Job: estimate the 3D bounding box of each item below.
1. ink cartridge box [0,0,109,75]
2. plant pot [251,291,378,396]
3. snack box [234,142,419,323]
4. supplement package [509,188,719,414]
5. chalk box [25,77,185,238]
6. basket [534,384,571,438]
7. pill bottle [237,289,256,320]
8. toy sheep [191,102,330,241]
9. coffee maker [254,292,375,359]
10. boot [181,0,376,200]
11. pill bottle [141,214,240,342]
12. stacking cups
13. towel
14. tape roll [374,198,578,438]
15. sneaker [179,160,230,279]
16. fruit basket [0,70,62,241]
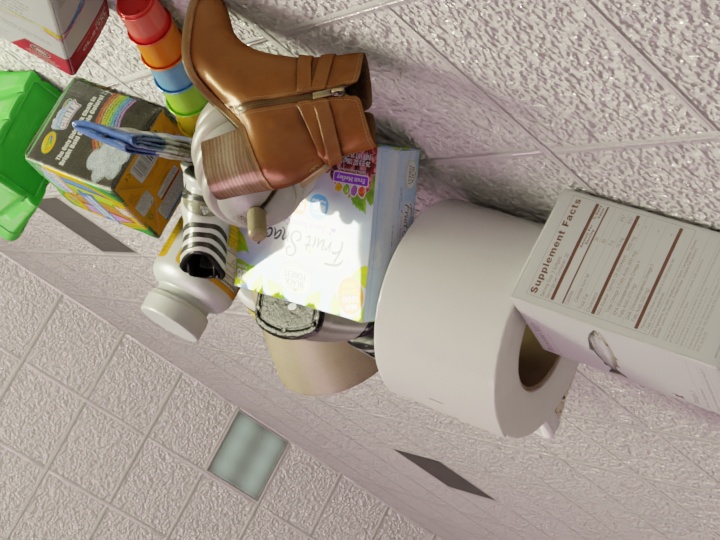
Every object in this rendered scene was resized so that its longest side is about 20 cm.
[{"bbox_3d":[-0.324,-0.286,1.233,0.144,0.084,0.200,29,165,1],"label":"ink cartridge box"},{"bbox_3d":[-0.061,0.018,1.614,0.186,0.188,0.201,14,143,43],"label":"plant pot"},{"bbox_3d":[-0.037,-0.050,1.306,0.067,0.172,0.198,-3,-167,-43],"label":"snack box"},{"bbox_3d":[0.252,0.028,1.131,0.198,0.118,0.117,19,163,33],"label":"supplement package"},{"bbox_3d":[-0.318,-0.145,1.613,0.198,0.126,0.124,21,164,31],"label":"chalk box"},{"bbox_3d":[0.166,0.084,1.465,0.134,0.125,0.200,20,164,27],"label":"basket"},{"bbox_3d":[-0.102,0.038,1.830,0.111,0.113,0.200,23,164,20],"label":"pill bottle"},{"bbox_3d":[-0.096,-0.109,1.224,0.135,0.202,0.139,0,135,0],"label":"toy sheep"},{"bbox_3d":[0.000,0.000,1.463,0.199,0.194,0.134,15,-163,-49],"label":"coffee maker"},{"bbox_3d":[-0.070,-0.169,1.125,0.153,0.203,0.077,-17,155,15],"label":"boot"},{"bbox_3d":[-0.192,-0.018,1.641,0.112,0.202,0.113,26,165,8],"label":"pill bottle"},{"bbox_3d":[-0.192,-0.210,1.298,0.060,0.061,0.200,21,161,26],"label":"stacking cups"},{"bbox_3d":[-0.197,-0.138,1.421,0.198,0.024,0.146,5,-170,-37],"label":"towel"},{"bbox_3d":[0.123,0.044,1.261,0.138,0.205,0.203,19,163,31],"label":"tape roll"},{"bbox_3d":[-0.168,-0.055,1.395,0.074,0.117,0.201,11,-171,-3],"label":"sneaker"},{"bbox_3d":[-0.484,-0.156,1.723,0.155,0.218,0.214,37,163,-29],"label":"fruit basket"}]
